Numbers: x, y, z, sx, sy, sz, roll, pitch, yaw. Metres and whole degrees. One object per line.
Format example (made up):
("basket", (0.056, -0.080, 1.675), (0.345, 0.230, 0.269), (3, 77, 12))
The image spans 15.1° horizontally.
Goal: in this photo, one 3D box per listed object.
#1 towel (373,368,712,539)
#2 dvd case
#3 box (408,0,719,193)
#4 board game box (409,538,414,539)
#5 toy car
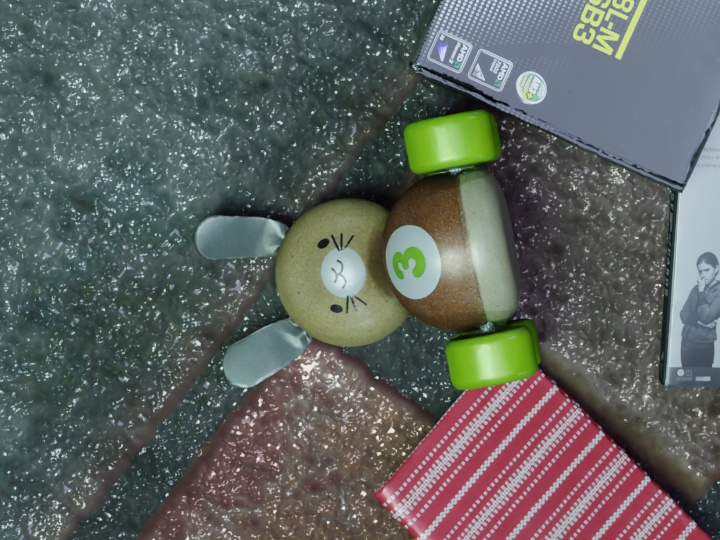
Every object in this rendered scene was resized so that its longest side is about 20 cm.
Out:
("towel", (0.122, 0.164, 1.767), (0.200, 0.022, 0.145), (45, 70, -6))
("dvd case", (0.276, -0.022, 1.787), (0.150, 0.025, 0.201), (1, 100, -9))
("box", (0.156, -0.178, 1.715), (0.192, 0.048, 0.201), (25, 95, -4))
("board game box", (0.003, 0.249, 1.788), (0.199, 0.048, 0.102), (-23, 104, -4))
("toy car", (0.000, 0.000, 1.695), (0.199, 0.158, 0.165), (-11, 91, 6))
